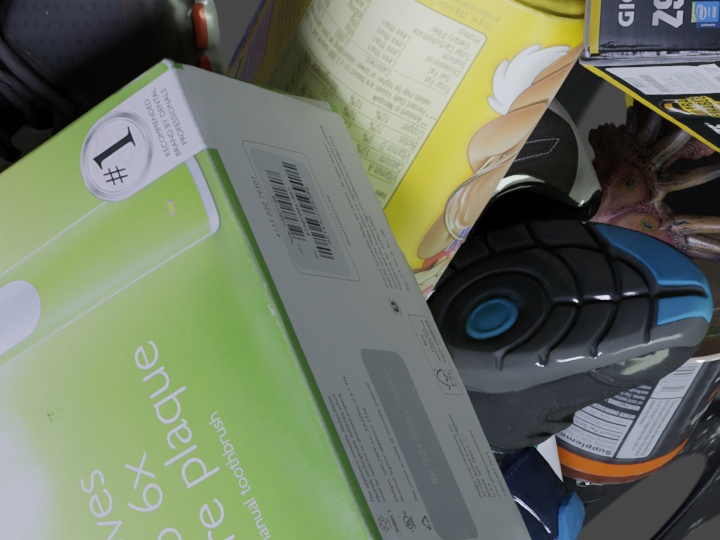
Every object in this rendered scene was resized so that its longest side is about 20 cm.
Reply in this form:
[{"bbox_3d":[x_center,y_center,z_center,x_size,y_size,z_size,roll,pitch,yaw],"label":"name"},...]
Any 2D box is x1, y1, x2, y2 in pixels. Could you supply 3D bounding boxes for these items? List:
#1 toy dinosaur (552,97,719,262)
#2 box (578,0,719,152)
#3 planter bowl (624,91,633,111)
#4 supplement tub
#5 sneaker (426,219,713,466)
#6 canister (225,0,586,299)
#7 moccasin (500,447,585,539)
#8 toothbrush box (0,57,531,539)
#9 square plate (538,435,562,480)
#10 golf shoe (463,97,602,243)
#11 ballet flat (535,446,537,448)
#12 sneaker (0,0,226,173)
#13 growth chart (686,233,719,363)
[{"bbox_3d":[0.145,-0.078,0.949,0.200,0.086,0.136,-59,177,30],"label":"toy dinosaur"},{"bbox_3d":[0.115,-0.144,0.724,0.160,0.049,0.200,15,78,-65],"label":"box"},{"bbox_3d":[0.220,-0.112,1.091,0.200,0.083,0.200,-36,159,-16],"label":"planter bowl"},{"bbox_3d":[0.126,0.032,1.182,0.107,0.107,0.200,-29,156,-30],"label":"supplement tub"},{"bbox_3d":[0.036,0.042,0.871,0.200,0.073,0.082,-16,127,23],"label":"sneaker"},{"bbox_3d":[-0.003,-0.043,0.763,0.200,0.086,0.149,-59,-166,32],"label":"canister"},{"bbox_3d":[-0.007,0.118,0.957,0.200,0.068,0.080,-32,-174,17],"label":"moccasin"},{"bbox_3d":[-0.076,0.059,0.658,0.200,0.146,0.086,-32,160,26],"label":"toothbrush box"},{"bbox_3d":[0.016,0.100,1.079,0.200,0.028,0.198,-25,109,-44],"label":"square plate"},{"bbox_3d":[0.000,0.000,0.914,0.200,0.095,0.078,-41,161,3],"label":"golf shoe"},{"bbox_3d":[0.051,0.044,1.035,0.064,0.067,0.200,-2,-174,10],"label":"ballet flat"},{"bbox_3d":[-0.100,-0.031,0.707,0.082,0.077,0.200,-18,149,-34],"label":"sneaker"},{"bbox_3d":[0.091,0.011,0.963,0.145,0.200,0.018,-47,130,-58],"label":"growth chart"}]
